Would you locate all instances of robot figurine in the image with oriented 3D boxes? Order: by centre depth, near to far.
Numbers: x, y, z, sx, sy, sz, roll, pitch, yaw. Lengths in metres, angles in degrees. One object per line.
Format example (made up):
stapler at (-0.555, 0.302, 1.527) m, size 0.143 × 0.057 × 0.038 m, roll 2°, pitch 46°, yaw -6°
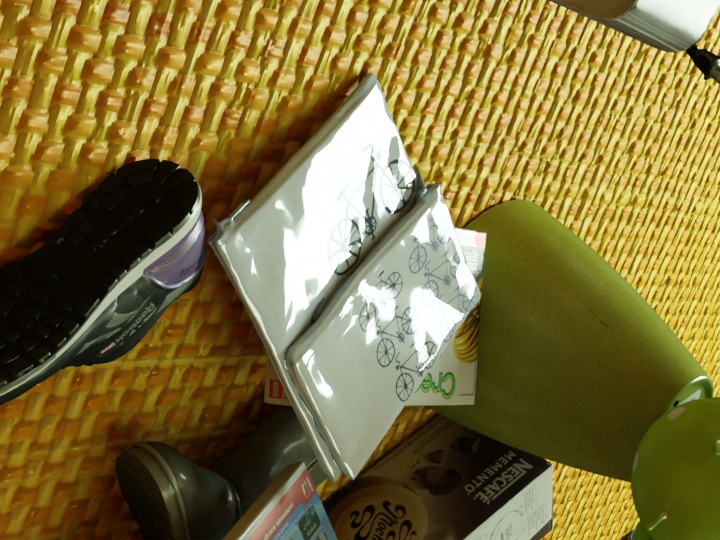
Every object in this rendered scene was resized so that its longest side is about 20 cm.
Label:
robot figurine at (0.266, 0.149, 0.965) m, size 0.199 × 0.116 × 0.177 m, roll 9°, pitch 118°, yaw -53°

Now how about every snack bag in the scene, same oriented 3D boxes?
snack bag at (0.000, 0.000, 0.874) m, size 0.189 × 0.021 × 0.202 m, roll -49°, pitch 128°, yaw -36°

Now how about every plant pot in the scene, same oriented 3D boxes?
plant pot at (0.164, 0.073, 1.059) m, size 0.186 × 0.199 × 0.189 m, roll -30°, pitch 137°, yaw -33°

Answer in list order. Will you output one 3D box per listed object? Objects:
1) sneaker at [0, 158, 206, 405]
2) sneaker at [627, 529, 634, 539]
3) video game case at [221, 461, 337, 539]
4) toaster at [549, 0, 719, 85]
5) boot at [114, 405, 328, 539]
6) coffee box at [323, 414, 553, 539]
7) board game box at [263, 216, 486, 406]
sneaker at (-0.157, 0.032, 0.744) m, size 0.199 × 0.075 × 0.088 m, roll -39°, pitch 148°, yaw -25°
sneaker at (0.315, 0.371, 1.594) m, size 0.199 × 0.076 × 0.115 m, roll -40°, pitch 140°, yaw -29°
video game case at (-0.028, 0.240, 0.853) m, size 0.202 × 0.017 × 0.143 m, roll 68°, pitch 25°, yaw -10°
toaster at (0.151, -0.237, 0.805) m, size 0.118 × 0.199 × 0.183 m, roll 0°, pitch 118°, yaw -55°
boot at (-0.063, 0.119, 0.927) m, size 0.199 × 0.073 × 0.183 m, roll -35°, pitch 153°, yaw -20°
coffee box at (0.051, 0.209, 1.097) m, size 0.199 × 0.112 × 0.081 m, roll -32°, pitch 134°, yaw -31°
board game box at (0.015, 0.028, 0.939) m, size 0.199 × 0.034 × 0.128 m, roll 5°, pitch 88°, yaw -51°
